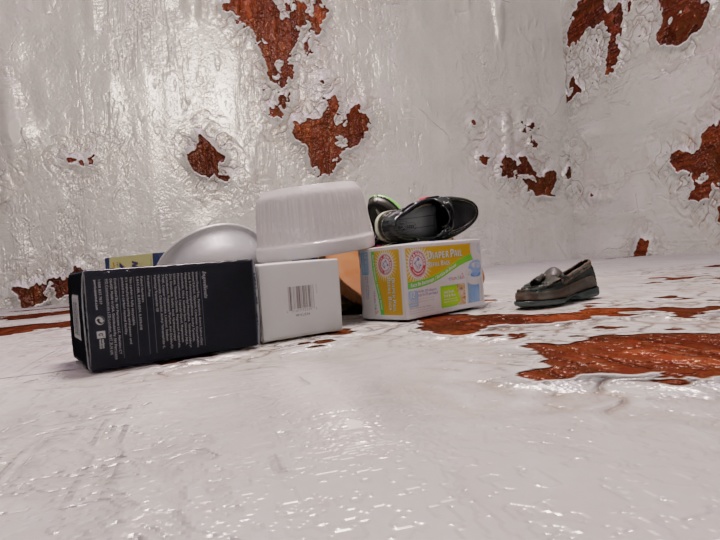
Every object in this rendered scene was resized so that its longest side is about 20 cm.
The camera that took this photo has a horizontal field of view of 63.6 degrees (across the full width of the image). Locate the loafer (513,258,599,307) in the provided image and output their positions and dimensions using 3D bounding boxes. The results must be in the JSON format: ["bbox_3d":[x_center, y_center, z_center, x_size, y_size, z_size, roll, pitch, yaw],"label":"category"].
[{"bbox_3d":[0.314,0.019,0.936,0.196,0.065,0.071,-5,1,-38],"label":"loafer"}]

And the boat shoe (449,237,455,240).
[{"bbox_3d":[0.159,-0.030,1.106,0.070,0.202,0.065,-31,-25,-10],"label":"boat shoe"}]

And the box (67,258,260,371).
[{"bbox_3d":[-0.238,0.047,0.702,0.195,0.108,0.147,-4,1,-32],"label":"box"}]

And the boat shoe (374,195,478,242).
[{"bbox_3d":[0.123,-0.086,0.967,0.194,0.077,0.066,-5,2,-21],"label":"boat shoe"}]

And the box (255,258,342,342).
[{"bbox_3d":[-0.128,0.039,0.835,0.122,0.101,0.198,-5,2,-32],"label":"box"}]

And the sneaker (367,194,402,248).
[{"bbox_3d":[0.048,-0.029,0.998,0.075,0.206,0.083,-8,7,39],"label":"sneaker"}]

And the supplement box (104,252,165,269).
[{"bbox_3d":[-0.379,0.033,1.185,0.196,0.139,0.198,-4,1,37],"label":"supplement box"}]

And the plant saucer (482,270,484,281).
[{"bbox_3d":[0.171,-0.011,1.244,0.197,0.033,0.201,29,-21,12],"label":"plant saucer"}]

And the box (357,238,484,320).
[{"bbox_3d":[0.101,0.012,0.937,0.197,0.116,0.100,-7,2,-42],"label":"box"}]

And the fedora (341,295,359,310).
[{"bbox_3d":[-0.079,0.036,1.129,0.194,0.084,0.201,-4,0,0],"label":"fedora"}]

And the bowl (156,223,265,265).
[{"bbox_3d":[-0.234,0.029,0.961,0.197,0.091,0.204,-24,-34,-18],"label":"bowl"}]

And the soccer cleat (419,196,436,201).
[{"bbox_3d":[0.113,-0.036,1.074,0.067,0.205,0.073,9,11,-37],"label":"soccer cleat"}]

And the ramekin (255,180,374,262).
[{"bbox_3d":[-0.078,-0.080,0.935,0.194,0.108,0.200,-8,6,1],"label":"ramekin"}]

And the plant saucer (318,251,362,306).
[{"bbox_3d":[0.000,0.000,1.097,0.197,0.202,0.038,-5,-38,-48],"label":"plant saucer"}]
